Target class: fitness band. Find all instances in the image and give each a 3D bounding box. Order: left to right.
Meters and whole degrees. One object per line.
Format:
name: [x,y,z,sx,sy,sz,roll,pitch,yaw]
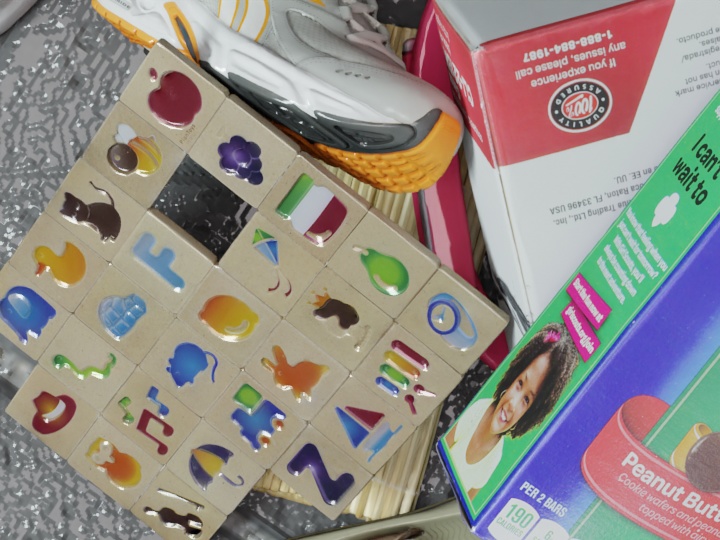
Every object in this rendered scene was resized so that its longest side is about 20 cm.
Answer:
fitness band: [0.091,-0.045,1.120,0.143,0.037,0.201,-6,94,-6]

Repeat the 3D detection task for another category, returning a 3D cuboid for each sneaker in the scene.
sneaker: [-0.022,-0.101,1.074,0.200,0.076,0.092,32,85,44]

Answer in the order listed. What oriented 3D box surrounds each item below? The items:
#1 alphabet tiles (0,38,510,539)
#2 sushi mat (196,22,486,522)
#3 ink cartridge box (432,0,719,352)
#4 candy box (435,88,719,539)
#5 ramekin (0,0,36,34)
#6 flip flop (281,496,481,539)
alphabet tiles: [-0.058,0.027,1.099,0.167,0.008,0.200,38,129,-1]
sushi mat: [0.000,0.000,1.147,0.095,0.012,0.201,15,94,3]
ink cartridge box: [0.121,-0.018,1.043,0.144,0.084,0.201,-15,112,-5]
candy box: [0.154,0.041,0.984,0.169,0.077,0.200,33,102,-22]
ramekin: [-0.210,-0.177,1.115,0.199,0.098,0.202,0,92,4]
flip flop: [0.009,0.142,1.125,0.199,0.058,0.081,-19,104,2]
